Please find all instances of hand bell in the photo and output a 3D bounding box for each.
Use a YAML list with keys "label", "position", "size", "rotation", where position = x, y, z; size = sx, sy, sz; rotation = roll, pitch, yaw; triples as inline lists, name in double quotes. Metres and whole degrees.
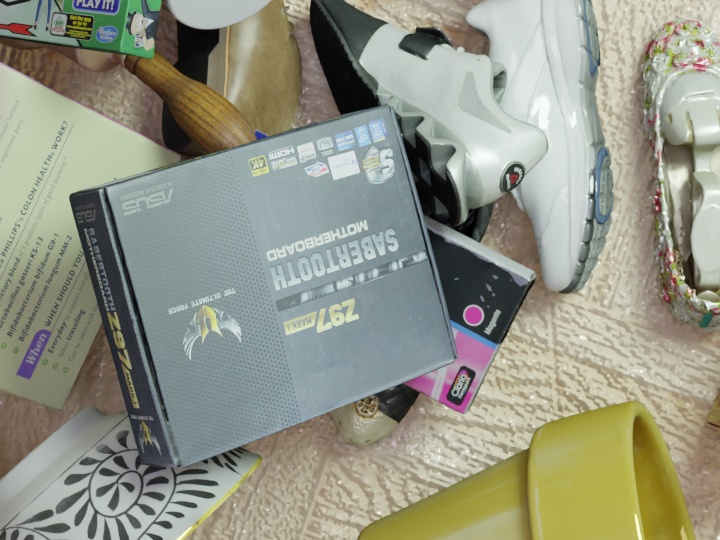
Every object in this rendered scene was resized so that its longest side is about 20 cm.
- label: "hand bell"
  position: [-0.129, -0.123, 1.134]
  size: [0.104, 0.104, 0.200]
  rotation: [-47, 66, 0]

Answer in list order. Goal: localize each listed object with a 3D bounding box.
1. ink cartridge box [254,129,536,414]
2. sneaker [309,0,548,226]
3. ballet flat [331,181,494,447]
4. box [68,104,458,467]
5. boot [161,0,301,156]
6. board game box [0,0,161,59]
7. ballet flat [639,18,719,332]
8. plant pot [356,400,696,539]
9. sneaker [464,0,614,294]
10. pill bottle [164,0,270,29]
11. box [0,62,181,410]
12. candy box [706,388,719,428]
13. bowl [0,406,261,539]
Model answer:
- label: "ink cartridge box"
  position: [0.000, 0.000, 1.153]
  size: [0.199, 0.037, 0.095]
  rotation: [28, 102, 9]
- label: "sneaker"
  position: [0.042, -0.112, 1.161]
  size: [0.088, 0.074, 0.200]
  rotation: [-28, 55, -17]
- label: "ballet flat"
  position: [0.028, 0.017, 1.184]
  size: [0.066, 0.057, 0.202]
  rotation: [21, 94, -2]
- label: "box"
  position: [-0.051, 0.006, 1.059]
  size: [0.199, 0.051, 0.159]
  rotation: [-18, 97, -31]
- label: "boot"
  position: [-0.074, -0.166, 1.197]
  size: [0.075, 0.073, 0.202]
  rotation: [13, 82, -34]
- label: "board game box"
  position: [-0.190, -0.202, 1.089]
  size: [0.199, 0.029, 0.136]
  rotation: [12, 94, 37]
- label: "ballet flat"
  position: [0.218, -0.063, 1.180]
  size: [0.075, 0.064, 0.202]
  rotation: [-6, 88, 2]
- label: "plant pot"
  position: [0.102, 0.196, 1.125]
  size: [0.187, 0.201, 0.203]
  rotation: [-14, 89, 17]
- label: "sneaker"
  position: [0.114, -0.084, 1.189]
  size: [0.086, 0.074, 0.202]
  rotation: [-6, 85, 17]
- label: "pill bottle"
  position: [-0.118, -0.244, 1.129]
  size: [0.111, 0.111, 0.201]
  rotation: [-30, 60, 1]
- label: "box"
  position: [-0.240, -0.038, 1.123]
  size: [0.199, 0.096, 0.177]
  rotation: [26, 90, -40]
- label: "candy box"
  position: [0.284, 0.016, 1.152]
  size: [0.055, 0.115, 0.202]
  rotation: [22, 90, 0]
- label: "bowl"
  position: [-0.162, 0.144, 1.109]
  size: [0.200, 0.201, 0.094]
  rotation: [-41, 89, 0]
